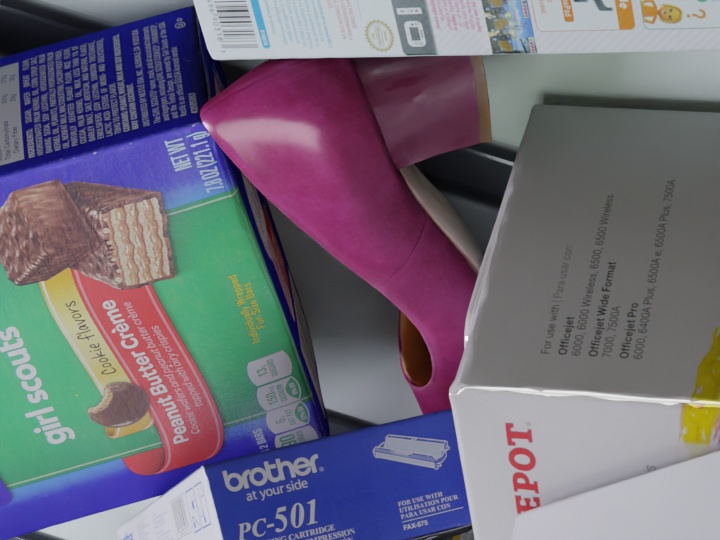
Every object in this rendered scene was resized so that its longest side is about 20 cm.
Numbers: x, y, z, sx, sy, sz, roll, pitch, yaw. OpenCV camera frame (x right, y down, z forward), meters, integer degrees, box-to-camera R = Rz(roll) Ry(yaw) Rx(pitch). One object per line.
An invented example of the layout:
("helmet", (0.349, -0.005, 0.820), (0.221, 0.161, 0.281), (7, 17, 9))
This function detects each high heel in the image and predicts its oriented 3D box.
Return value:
("high heel", (0.000, 0.000, 0.827), (0.096, 0.067, 0.200), (-15, 127, -9))

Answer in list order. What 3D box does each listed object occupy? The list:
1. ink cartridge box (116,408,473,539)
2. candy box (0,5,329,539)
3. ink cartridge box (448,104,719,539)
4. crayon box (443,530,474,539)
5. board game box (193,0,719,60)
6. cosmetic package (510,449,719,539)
("ink cartridge box", (-0.029, 0.097, 0.877), (0.094, 0.044, 0.200), (-11, 171, -17))
("candy box", (-0.130, 0.013, 0.852), (0.200, 0.077, 0.169), (-15, 130, 4))
("ink cartridge box", (0.145, 0.045, 0.787), (0.200, 0.145, 0.147), (4, 134, 14))
("crayon box", (0.075, 0.194, 0.966), (0.052, 0.126, 0.200), (-25, 121, 35))
("board game box", (0.037, -0.141, 0.706), (0.200, 0.064, 0.148), (2, 134, 19))
("cosmetic package", (0.129, 0.191, 0.688), (0.123, 0.200, 0.199), (-21, 124, 37))
